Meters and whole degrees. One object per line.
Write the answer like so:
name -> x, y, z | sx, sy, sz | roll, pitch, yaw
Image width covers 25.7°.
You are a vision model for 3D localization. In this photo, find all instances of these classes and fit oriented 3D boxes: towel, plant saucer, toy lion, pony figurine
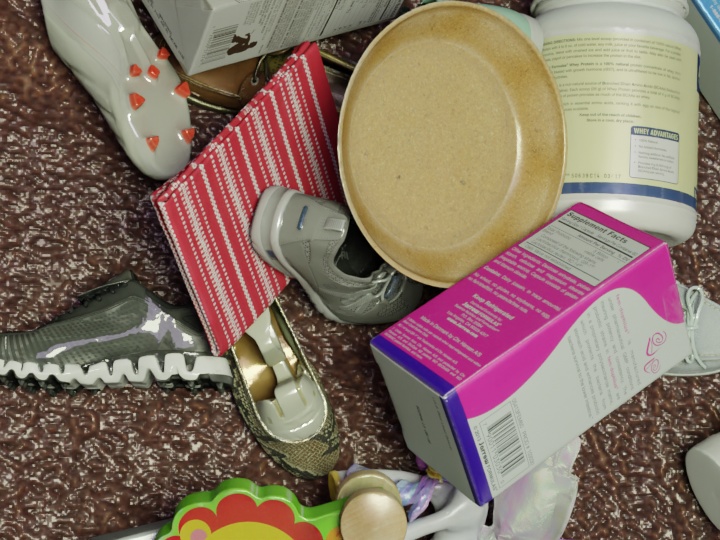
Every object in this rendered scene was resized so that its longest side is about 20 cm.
towel -> -0.069, -0.055, 1.138 | 0.200, 0.022, 0.145 | -51, 137, -36
plant saucer -> 0.061, -0.089, 1.127 | 0.199, 0.035, 0.202 | -2, 94, -32
toy lion -> -0.046, 0.235, 1.090 | 0.190, 0.069, 0.202 | -19, 99, 0
pony figurine -> 0.078, 0.179, 1.187 | 0.198, 0.167, 0.195 | -8, 117, -17

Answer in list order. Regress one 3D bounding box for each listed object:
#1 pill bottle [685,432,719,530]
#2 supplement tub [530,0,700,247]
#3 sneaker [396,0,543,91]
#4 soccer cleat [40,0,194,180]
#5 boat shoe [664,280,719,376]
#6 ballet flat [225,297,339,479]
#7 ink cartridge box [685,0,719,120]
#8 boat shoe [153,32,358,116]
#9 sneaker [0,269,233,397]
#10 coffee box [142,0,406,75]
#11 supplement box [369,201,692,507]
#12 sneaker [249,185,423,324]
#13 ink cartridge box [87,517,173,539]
pill bottle -> 0.363, 0.133, 1.261 | 0.199, 0.111, 0.112 | -26, 89, -15
supplement tub -> 0.192, -0.123, 1.235 | 0.144, 0.145, 0.202 | 5, 82, -12
sneaker -> 0.049, -0.114, 1.203 | 0.117, 0.074, 0.202 | 12, 107, -33
soccer cleat -> -0.186, -0.155, 1.190 | 0.069, 0.077, 0.201 | -19, 82, -46
boat shoe -> 0.220, 0.034, 1.264 | 0.200, 0.065, 0.075 | 20, 80, -10
ballet flat -> -0.070, 0.066, 1.189 | 0.067, 0.075, 0.201 | -24, 89, -12
ink cartridge box -> 0.367, -0.218, 1.315 | 0.200, 0.084, 0.146 | -38, 96, -15
boat shoe -> -0.064, -0.155, 1.221 | 0.198, 0.068, 0.073 | 11, 81, -11
sneaker -> -0.192, 0.045, 1.166 | 0.198, 0.067, 0.091 | 0, 77, -3
coffee box -> -0.062, -0.234, 1.183 | 0.199, 0.080, 0.114 | -21, 68, -32
supplement box -> 0.122, 0.054, 1.108 | 0.199, 0.103, 0.102 | -31, 124, -18
sneaker -> 0.000, 0.000, 1.165 | 0.081, 0.200, 0.075 | 12, 82, 33
ink cartridge box -> -0.109, 0.280, 1.150 | 0.145, 0.083, 0.202 | -13, 87, -13
